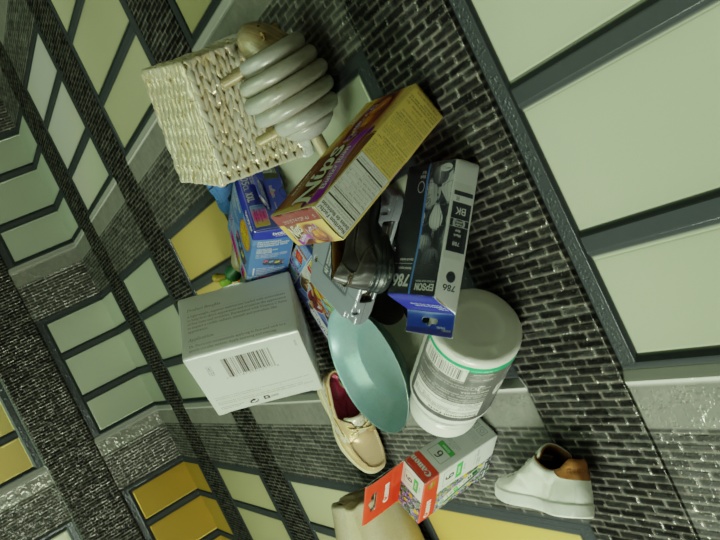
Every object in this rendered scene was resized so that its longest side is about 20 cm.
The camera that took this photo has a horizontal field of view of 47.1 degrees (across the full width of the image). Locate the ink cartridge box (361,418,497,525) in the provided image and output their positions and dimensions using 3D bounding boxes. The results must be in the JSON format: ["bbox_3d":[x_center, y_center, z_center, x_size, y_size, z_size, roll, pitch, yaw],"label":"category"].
[{"bbox_3d":[0.096,0.292,1.149,0.050,0.200,0.109,43,147,33],"label":"ink cartridge box"}]

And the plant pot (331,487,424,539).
[{"bbox_3d":[0.036,0.487,1.473,0.200,0.200,0.184,-23,82,63],"label":"plant pot"}]

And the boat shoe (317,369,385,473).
[{"bbox_3d":[-0.015,0.264,1.457,0.200,0.074,0.069,58,158,10],"label":"boat shoe"}]

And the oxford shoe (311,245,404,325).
[{"bbox_3d":[0.000,0.000,1.226,0.200,0.071,0.071,51,-179,16],"label":"oxford shoe"}]

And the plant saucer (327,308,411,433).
[{"bbox_3d":[0.022,0.137,1.201,0.201,0.039,0.201,39,141,42],"label":"plant saucer"}]

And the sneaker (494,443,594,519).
[{"bbox_3d":[0.235,0.262,1.052,0.200,0.073,0.085,155,118,-69],"label":"sneaker"}]

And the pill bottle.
[{"bbox_3d":[0.125,0.123,1.044,0.113,0.113,0.200,49,150,25],"label":"pill bottle"}]

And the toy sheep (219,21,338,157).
[{"bbox_3d":[-0.098,-0.237,1.093,0.138,0.138,0.200,4,131,59],"label":"toy sheep"}]

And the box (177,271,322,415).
[{"bbox_3d":[-0.187,0.129,1.423,0.200,0.198,0.131,74,-177,-52],"label":"box"}]

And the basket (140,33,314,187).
[{"bbox_3d":[-0.202,-0.243,1.236,0.198,0.161,0.200,14,124,57],"label":"basket"}]

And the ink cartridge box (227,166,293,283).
[{"bbox_3d":[-0.164,-0.084,1.368,0.200,0.076,0.137,112,143,-54],"label":"ink cartridge box"}]

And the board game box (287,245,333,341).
[{"bbox_3d":[-0.051,0.047,1.365,0.200,0.034,0.135,58,153,10],"label":"board game box"}]

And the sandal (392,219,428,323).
[{"bbox_3d":[0.058,-0.009,1.114,0.076,0.043,0.201,9,120,58],"label":"sandal"}]

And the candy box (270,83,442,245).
[{"bbox_3d":[-0.005,-0.120,0.955,0.056,0.200,0.117,47,158,-20],"label":"candy box"}]

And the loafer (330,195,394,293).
[{"bbox_3d":[-0.015,-0.065,1.016,0.073,0.072,0.200,-58,37,44],"label":"loafer"}]

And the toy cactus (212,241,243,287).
[{"bbox_3d":[-0.235,0.017,1.616,0.200,0.102,0.165,30,130,59],"label":"toy cactus"}]

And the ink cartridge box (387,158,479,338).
[{"bbox_3d":[0.081,-0.025,0.958,0.099,0.039,0.201,0,81,59],"label":"ink cartridge box"}]

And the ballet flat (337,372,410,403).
[{"bbox_3d":[0.036,0.187,1.321,0.200,0.071,0.071,3,117,58],"label":"ballet flat"}]

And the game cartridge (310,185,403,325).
[{"bbox_3d":[-0.012,-0.044,1.120,0.133,0.041,0.200,49,132,46],"label":"game cartridge"}]

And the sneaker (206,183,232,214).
[{"bbox_3d":[-0.255,-0.161,1.492,0.066,0.078,0.200,52,152,16],"label":"sneaker"}]
